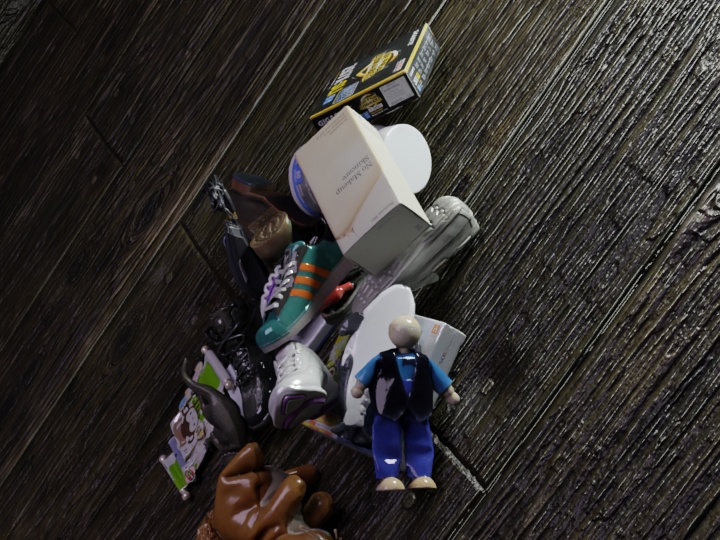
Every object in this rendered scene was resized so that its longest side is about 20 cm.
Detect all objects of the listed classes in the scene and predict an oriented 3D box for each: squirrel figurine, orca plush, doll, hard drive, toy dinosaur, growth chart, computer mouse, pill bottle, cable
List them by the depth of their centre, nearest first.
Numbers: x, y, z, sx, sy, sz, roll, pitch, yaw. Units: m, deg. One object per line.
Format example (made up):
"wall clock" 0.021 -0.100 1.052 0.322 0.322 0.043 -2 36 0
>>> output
"doll" 0.055 0.154 1.520 0.048 0.134 0.204 150 119 -71
"orca plush" 0.021 0.120 1.586 0.071 0.103 0.203 85 -169 -73
"squirrel figurine" -0.112 0.345 1.588 0.200 0.141 0.187 -43 51 5
"cable" 0.000 0.000 1.708 0.198 0.051 0.098 -29 49 4
"toy dinosaur" -0.185 0.207 1.777 0.102 0.076 0.203 11 117 59
"pill bottle" -0.001 -0.140 1.813 0.198 0.113 0.115 -9 58 48
"hard drive" -0.117 0.113 1.850 0.201 0.025 0.132 -53 35 10
"computer mouse" -0.181 -0.040 1.865 0.046 0.202 0.141 -28 25 1
"growth chart" -0.244 0.222 1.919 0.144 0.018 0.203 28 97 57

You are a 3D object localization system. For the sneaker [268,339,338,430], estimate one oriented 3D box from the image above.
"sneaker" -0.083 0.135 1.563 0.074 0.200 0.100 -34 81 6

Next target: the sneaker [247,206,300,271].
"sneaker" -0.109 -0.031 1.845 0.067 0.090 0.200 -37 14 0

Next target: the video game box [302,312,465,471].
"video game box" 0.024 0.139 1.636 0.199 0.047 0.184 12 72 54

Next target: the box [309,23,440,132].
"box" 0.023 -0.268 1.841 0.158 0.050 0.201 -25 21 25

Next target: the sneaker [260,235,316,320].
"sneaker" -0.052 0.009 1.778 0.088 0.081 0.200 28 68 39

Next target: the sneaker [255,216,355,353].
"sneaker" -0.081 0.016 1.636 0.201 0.080 0.071 -52 14 -32

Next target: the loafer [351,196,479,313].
"loafer" 0.071 -0.004 1.642 0.200 0.070 0.070 -45 27 4

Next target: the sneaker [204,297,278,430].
"sneaker" -0.164 0.121 1.784 0.076 0.113 0.202 -32 45 35

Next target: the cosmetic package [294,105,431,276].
"cosmetic package" 0.000 -0.103 1.653 0.103 0.073 0.201 -42 46 15

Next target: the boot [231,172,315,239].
"boot" -0.139 -0.073 2.002 0.199 0.074 0.098 35 118 46
